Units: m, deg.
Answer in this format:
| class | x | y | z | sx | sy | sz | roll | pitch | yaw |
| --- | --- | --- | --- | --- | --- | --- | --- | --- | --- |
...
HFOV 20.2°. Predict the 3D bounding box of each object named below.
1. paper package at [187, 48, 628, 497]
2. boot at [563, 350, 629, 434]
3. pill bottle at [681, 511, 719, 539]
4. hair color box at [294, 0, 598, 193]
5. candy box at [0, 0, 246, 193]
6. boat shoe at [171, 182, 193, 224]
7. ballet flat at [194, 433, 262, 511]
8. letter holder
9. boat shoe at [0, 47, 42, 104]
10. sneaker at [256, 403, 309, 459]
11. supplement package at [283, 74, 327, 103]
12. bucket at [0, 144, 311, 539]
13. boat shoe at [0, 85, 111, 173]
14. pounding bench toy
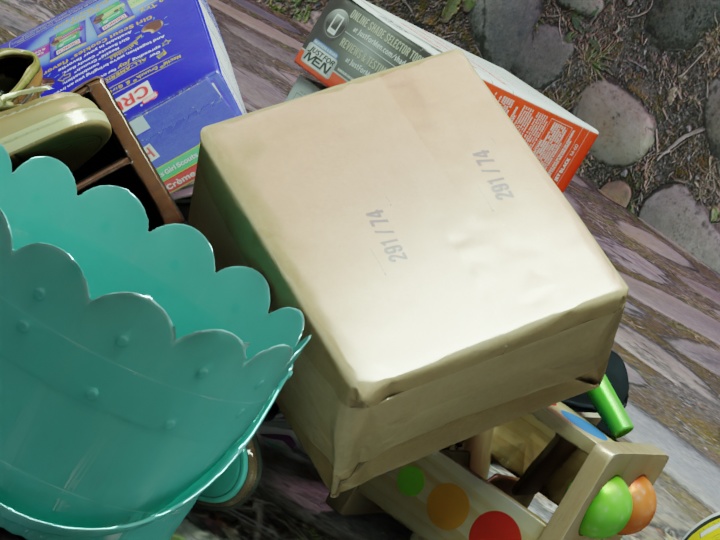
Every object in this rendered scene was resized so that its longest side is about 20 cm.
| class | x | y | z | sx | sy | sz | roll | pitch | yaw |
| --- | --- | --- | --- | --- | --- | --- | --- | --- | --- |
| paper package | 0.023 | -0.003 | 1.141 | 0.190 | 0.104 | 0.200 | -19 | 58 | -24 |
| boot | 0.146 | 0.056 | 1.578 | 0.076 | 0.201 | 0.168 | 7 | -4 | 40 |
| pill bottle | 0.249 | 0.224 | 1.262 | 0.112 | 0.113 | 0.200 | 30 | 10 | 2 |
| hair color box | 0.062 | -0.119 | 1.402 | 0.200 | 0.064 | 0.111 | 20 | 15 | -49 |
| candy box | -0.176 | -0.125 | 1.469 | 0.077 | 0.169 | 0.200 | 60 | 6 | -35 |
| boat shoe | -0.091 | -0.053 | 1.534 | 0.199 | 0.074 | 0.067 | -3 | 48 | -29 |
| ballet flat | -0.119 | 0.069 | 1.143 | 0.200 | 0.068 | 0.068 | 36 | 3 | 27 |
| letter holder | -0.198 | -0.030 | 1.250 | 0.101 | 0.142 | 0.200 | 60 | -8 | -2 |
| boat shoe | -0.278 | -0.093 | 1.281 | 0.072 | 0.068 | 0.200 | 37 | 37 | 9 |
| sneaker | -0.041 | 0.070 | 1.218 | 0.199 | 0.078 | 0.140 | 16 | -7 | -19 |
| supplement package | 0.000 | 0.000 | 1.399 | 0.151 | 0.200 | 0.152 | 37 | 13 | 38 |
| bucket | -0.143 | 0.042 | 1.008 | 0.207 | 0.135 | 0.207 | 28 | 10 | -6 |
| boat shoe | -0.233 | -0.062 | 1.105 | 0.073 | 0.199 | 0.063 | 34 | 38 | -72 |
| pounding bench toy | 0.110 | 0.100 | 1.225 | 0.156 | 0.200 | 0.124 | 33 | 9 | 23 |
